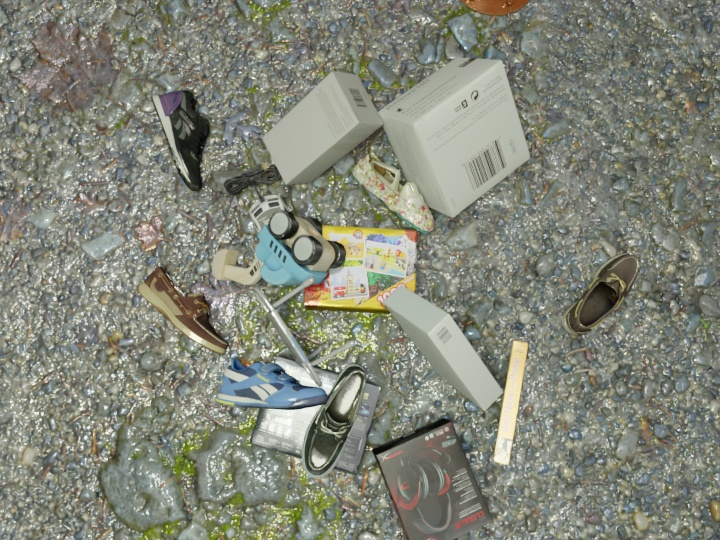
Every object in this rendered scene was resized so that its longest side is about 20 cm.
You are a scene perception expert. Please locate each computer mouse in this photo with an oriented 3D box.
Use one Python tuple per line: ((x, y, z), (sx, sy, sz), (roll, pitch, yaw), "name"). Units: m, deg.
((-0.171, -0.100, 1.064), (0.109, 0.044, 0.201), (-25, 82, -2), "computer mouse")

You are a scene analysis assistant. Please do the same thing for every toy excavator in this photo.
((-0.155, -0.017, 0.979), (0.194, 0.100, 0.200), (46, 107, 23), "toy excavator")

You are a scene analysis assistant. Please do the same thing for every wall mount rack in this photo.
((-0.091, 0.091, 0.927), (0.074, 0.174, 0.201), (-35, 93, -18), "wall mount rack")

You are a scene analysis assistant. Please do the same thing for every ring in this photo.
((0.281, -0.634, 1.192), (0.199, 0.019, 0.202), (0, 81, -3), "ring")

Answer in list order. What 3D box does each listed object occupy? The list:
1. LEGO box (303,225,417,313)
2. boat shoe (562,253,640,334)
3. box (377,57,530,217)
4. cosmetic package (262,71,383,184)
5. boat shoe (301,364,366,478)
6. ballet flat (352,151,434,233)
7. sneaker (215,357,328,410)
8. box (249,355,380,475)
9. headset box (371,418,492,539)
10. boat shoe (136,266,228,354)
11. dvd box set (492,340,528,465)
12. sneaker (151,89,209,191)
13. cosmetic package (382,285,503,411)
((0.000, 0.000, 1.040), (0.199, 0.077, 0.150), (3, 81, -3), "LEGO box")
((0.466, 0.042, 1.072), (0.200, 0.060, 0.072), (-43, 85, -9), "boat shoe")
((0.171, -0.242, 1.017), (0.199, 0.131, 0.200), (-37, 124, -11), "box")
((-0.072, -0.251, 1.019), (0.200, 0.085, 0.108), (-30, 83, 36), "cosmetic package")
((-0.046, 0.250, 0.947), (0.072, 0.071, 0.201), (21, 80, 0), "boat shoe")
((0.065, -0.149, 1.047), (0.200, 0.076, 0.064), (40, 123, 19), "ballet flat")
((-0.150, 0.191, 0.950), (0.199, 0.074, 0.083), (2, 74, 16), "sneaker")
((-0.078, 0.255, 1.007), (0.199, 0.051, 0.159), (16, 80, 0), "box")
((0.126, 0.383, 0.987), (0.148, 0.075, 0.201), (-21, 82, -7), "headset box")
((-0.307, 0.069, 1.015), (0.200, 0.072, 0.072), (39, 82, 9), "boat shoe")
((0.263, 0.229, 0.986), (0.029, 0.146, 0.201), (9, 79, 18), "dvd box set")
((-0.321, -0.252, 1.066), (0.087, 0.076, 0.201), (-20, 82, -13), "sneaker")
((0.137, 0.128, 0.949), (0.052, 0.151, 0.200), (-43, 120, -10), "cosmetic package")
